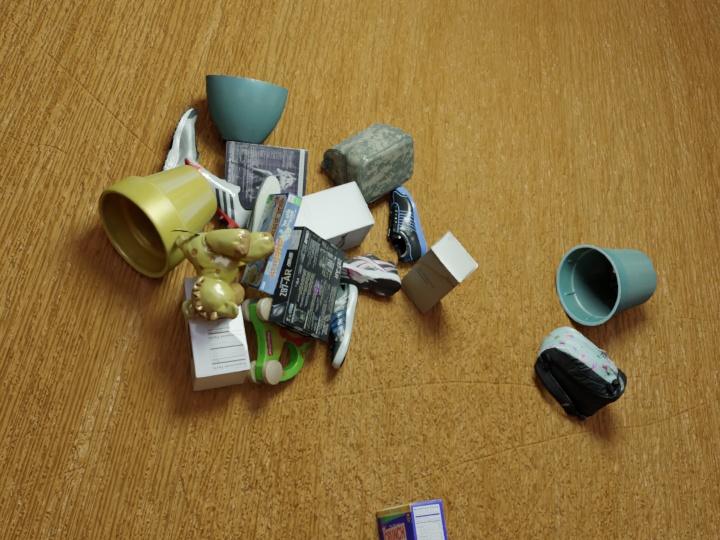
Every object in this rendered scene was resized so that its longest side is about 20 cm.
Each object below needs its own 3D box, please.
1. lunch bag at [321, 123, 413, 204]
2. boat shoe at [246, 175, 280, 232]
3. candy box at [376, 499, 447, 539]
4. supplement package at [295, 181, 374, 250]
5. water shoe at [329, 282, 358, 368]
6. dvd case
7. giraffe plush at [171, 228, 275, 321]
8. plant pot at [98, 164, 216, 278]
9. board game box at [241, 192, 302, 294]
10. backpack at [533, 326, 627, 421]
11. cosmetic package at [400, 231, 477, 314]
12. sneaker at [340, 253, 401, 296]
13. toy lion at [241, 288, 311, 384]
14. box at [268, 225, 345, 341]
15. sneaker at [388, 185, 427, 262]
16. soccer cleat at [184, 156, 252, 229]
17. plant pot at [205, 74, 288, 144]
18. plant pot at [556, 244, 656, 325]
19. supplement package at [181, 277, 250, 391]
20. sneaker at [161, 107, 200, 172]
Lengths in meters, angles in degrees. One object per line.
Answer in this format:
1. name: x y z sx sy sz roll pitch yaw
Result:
1. lunch bag: 0.020 -0.282 1.503 0.198 0.142 0.167 -32 50 -27
2. boat shoe: -0.233 -0.114 1.343 0.072 0.061 0.206 10 93 -57
3. candy box: 0.105 0.554 1.140 0.075 0.169 0.206 3 65 -21
4. supplement package: -0.086 -0.107 1.400 0.196 0.117 0.120 -20 74 -25
5. water shoe: -0.056 0.122 1.341 0.077 0.072 0.204 12 57 -3
6. dvd case: -0.224 -0.220 1.422 0.194 0.016 0.154 3 94 -17
7. giraffe plush: -0.268 0.012 1.144 0.196 0.171 0.168 1 86 -36
8. plant pot: -0.410 -0.120 1.259 0.200 0.202 0.189 41 47 3
9. board game box: -0.187 -0.059 1.255 0.034 0.134 0.206 19 85 -27
10. backpack: 0.518 0.240 1.446 0.199 0.168 0.127 39 41 5
11. cosmetic package: 0.176 0.011 1.389 0.073 0.201 0.104 -36 80 -29
12. sneaker: 0.000 0.000 1.418 0.195 0.081 0.088 15 44 -15
13. toy lion: -0.158 0.126 1.275 0.189 0.067 0.207 -3 88 -52
14. box: -0.108 0.031 1.261 0.159 0.043 0.206 31 66 -54
15. sneaker: 0.101 -0.118 1.497 0.076 0.070 0.205 -9 70 -27
16. soccer cleat: -0.321 -0.181 1.359 0.085 0.068 0.202 -41 102 -18
17. plant pot: -0.276 -0.376 1.431 0.194 0.200 0.139 5 99 -16
18. plant pot: 0.654 0.027 1.563 0.191 0.200 0.205 -7 68 -29
19. supplement package: -0.298 0.126 1.222 0.106 0.114 0.205 -5 67 -21
20. sneaker: -0.408 -0.285 1.400 0.077 0.074 0.206 17 68 -21
